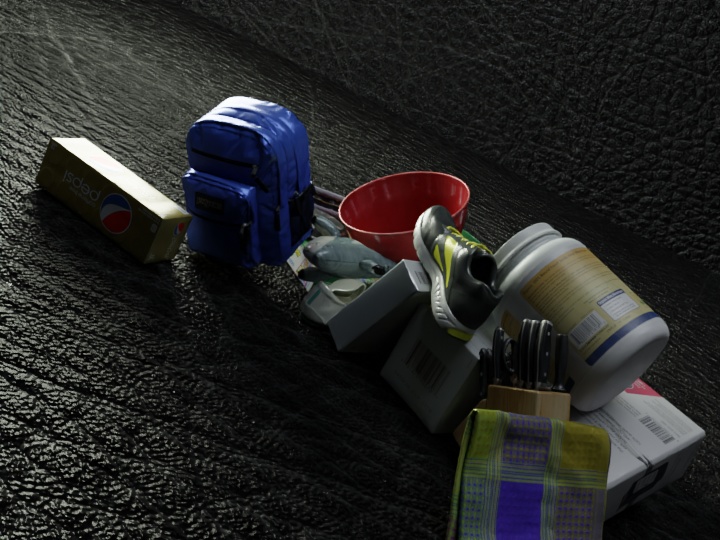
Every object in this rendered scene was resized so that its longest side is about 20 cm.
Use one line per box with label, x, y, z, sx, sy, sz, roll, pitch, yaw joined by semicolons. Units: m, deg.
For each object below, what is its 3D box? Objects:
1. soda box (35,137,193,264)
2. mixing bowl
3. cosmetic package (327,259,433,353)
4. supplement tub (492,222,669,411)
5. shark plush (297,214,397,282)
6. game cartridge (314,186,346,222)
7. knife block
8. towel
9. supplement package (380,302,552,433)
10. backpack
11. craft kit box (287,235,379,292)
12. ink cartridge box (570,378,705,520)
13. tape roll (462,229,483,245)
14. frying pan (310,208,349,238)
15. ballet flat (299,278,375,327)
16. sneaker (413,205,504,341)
soda box;-0.314;-0.091;1.080;0.200;0.068;0.064;35;20;17
mixing bowl;0.074;-0.060;1.296;0.200;0.109;0.200;-9;30;5
cosmetic package;0.078;0.054;1.123;0.200;0.151;0.052;8;49;-47
supplement tub;0.251;0.052;1.025;0.144;0.145;0.200;3;41;-53
shark plush;0.000;0.000;1.174;0.200;0.091;0.083;27;-5;-34
game cartridge;-0.092;-0.116;1.428;0.200;0.041;0.133;17;-3;-34
knife block;0.191;0.161;0.921;0.064;0.176;0.200;10;37;-40
towel;0.180;0.220;0.867;0.200;0.144;0.023;16;-10;-30
supplement package;0.147;0.126;1.088;0.200;0.117;0.117;8;28;-44
backpack;-0.149;-0.116;1.124;0.162;0.200;0.168;15;34;14
craft kit box;-0.027;-0.012;1.325;0.200;0.049;0.198;15;20;-36
ink cartridge box;0.295;0.210;1.041;0.200;0.085;0.145;-14;41;-35
tape roll;0.166;-0.018;1.464;0.200;0.048;0.200;39;-10;8
frying pan;-0.086;-0.071;1.296;0.115;0.031;0.190;37;17;28
ballet flat;0.000;0.045;1.177;0.200;0.070;0.069;5;29;-50
sneaker;0.125;-0.010;1.024;0.074;0.085;0.200;24;39;-35
